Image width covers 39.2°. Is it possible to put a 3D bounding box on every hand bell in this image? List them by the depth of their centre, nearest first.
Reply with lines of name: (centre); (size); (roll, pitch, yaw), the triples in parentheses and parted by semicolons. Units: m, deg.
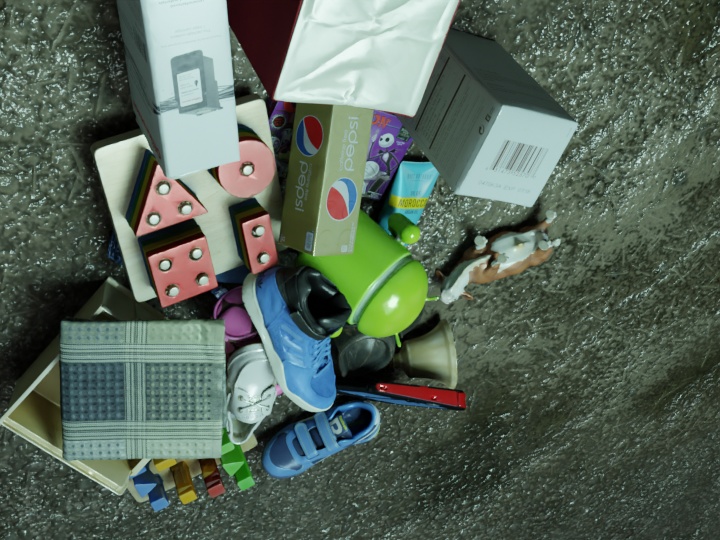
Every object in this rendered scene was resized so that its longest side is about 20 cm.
hand bell: (0.036, 0.135, 1.496); (0.197, 0.105, 0.105); (-6, 132, -7)

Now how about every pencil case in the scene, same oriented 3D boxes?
pencil case: (-0.144, 0.100, 1.331); (0.093, 0.091, 0.201); (-34, 150, -15)

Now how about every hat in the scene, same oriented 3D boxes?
hat: (-0.001, 0.098, 1.389); (0.198, 0.082, 0.201); (-8, 151, -4)

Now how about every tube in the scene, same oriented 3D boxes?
tube: (0.046, -0.059, 1.349); (0.077, 0.050, 0.202); (-10, 131, -46)

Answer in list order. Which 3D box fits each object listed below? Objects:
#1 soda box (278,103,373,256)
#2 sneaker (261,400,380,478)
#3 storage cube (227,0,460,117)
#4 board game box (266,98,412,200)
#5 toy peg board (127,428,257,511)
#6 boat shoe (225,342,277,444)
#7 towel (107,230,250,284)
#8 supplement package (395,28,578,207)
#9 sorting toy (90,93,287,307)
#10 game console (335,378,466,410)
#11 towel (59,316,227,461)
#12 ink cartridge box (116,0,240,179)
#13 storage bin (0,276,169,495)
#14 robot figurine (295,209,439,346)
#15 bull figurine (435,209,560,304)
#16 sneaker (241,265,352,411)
soda box: (-0.038, -0.122, 1.151); (0.067, 0.064, 0.203); (-4, 107, -46)
sneaker: (-0.058, 0.247, 1.522); (0.198, 0.075, 0.082); (-24, 167, -18)
storage cube: (-0.019, -0.283, 1.020); (0.169, 0.180, 0.201); (2, 128, -29)
board game box: (-0.034, -0.158, 1.231); (0.198, 0.032, 0.121); (10, 118, -34)
toy peg board: (-0.254, 0.258, 1.425); (0.197, 0.098, 0.201); (-25, 135, -6)
boat shoe: (-0.137, 0.161, 1.287); (0.070, 0.070, 0.201); (0, 146, -15)
towel: (-0.197, -0.044, 1.228); (0.198, 0.049, 0.112); (10, 122, -33)
supplement package: (0.135, -0.182, 1.173); (0.116, 0.201, 0.118); (6, 125, -31)
sorting toy: (-0.177, -0.070, 1.140); (0.198, 0.070, 0.201); (-20, 125, -18)
game console: (0.036, 0.177, 1.455); (0.175, 0.199, 0.031); (10, 81, -34)
towel: (-0.256, 0.141, 1.205); (0.197, 0.035, 0.195); (2, 112, -9)
ink cartridge box: (-0.185, -0.217, 1.012); (0.082, 0.146, 0.202); (-16, 134, -18)
storage bin: (-0.304, 0.149, 1.265); (0.198, 0.094, 0.200); (39, 103, -23)
robot figurine: (0.000, 0.000, 1.259); (0.176, 0.200, 0.116); (-50, 167, 4)
bull figurine: (0.197, -0.019, 1.434); (0.198, 0.066, 0.122); (-25, 169, -17)
sneaker: (-0.053, 0.083, 1.203); (0.110, 0.077, 0.202); (-9, 115, 35)
